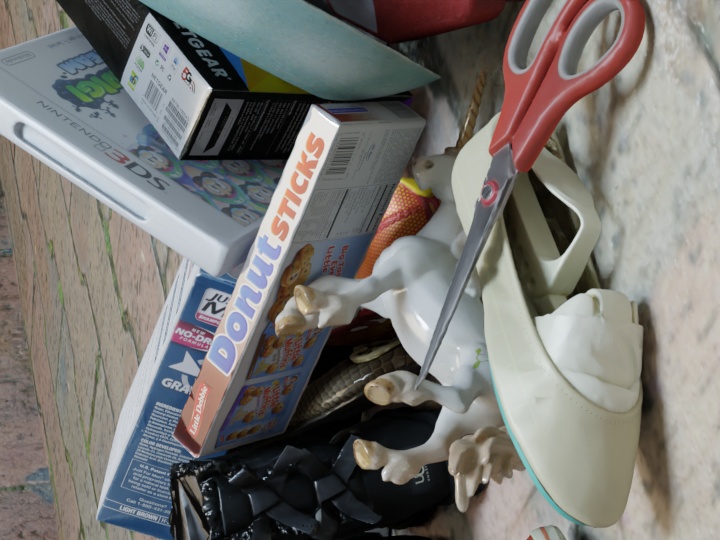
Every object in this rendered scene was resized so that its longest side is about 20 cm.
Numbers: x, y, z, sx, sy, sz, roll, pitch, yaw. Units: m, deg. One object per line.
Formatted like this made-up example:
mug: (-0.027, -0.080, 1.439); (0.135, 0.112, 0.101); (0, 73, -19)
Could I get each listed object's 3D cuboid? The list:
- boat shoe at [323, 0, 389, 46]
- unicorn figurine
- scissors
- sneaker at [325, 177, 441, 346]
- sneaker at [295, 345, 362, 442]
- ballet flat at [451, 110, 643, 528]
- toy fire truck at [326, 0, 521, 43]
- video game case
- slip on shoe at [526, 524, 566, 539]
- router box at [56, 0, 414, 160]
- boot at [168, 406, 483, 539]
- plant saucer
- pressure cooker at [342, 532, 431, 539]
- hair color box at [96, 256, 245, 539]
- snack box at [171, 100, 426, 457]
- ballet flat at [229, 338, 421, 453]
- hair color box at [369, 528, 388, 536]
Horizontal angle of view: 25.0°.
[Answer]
boat shoe: (-0.040, -0.133, 1.047); (0.201, 0.086, 0.075); (-12, 77, 44)
unicorn figurine: (0.034, 0.017, 0.795); (0.074, 0.137, 0.201); (-43, 68, 56)
scissors: (0.061, -0.046, 0.708); (0.201, 0.014, 0.073); (-61, 39, 17)
sneaker: (0.000, 0.000, 0.950); (0.200, 0.073, 0.078); (-30, 63, 53)
sneaker: (-0.030, 0.022, 1.054); (0.082, 0.073, 0.201); (174, 88, -68)
ballet flat: (0.086, 0.011, 0.705); (0.070, 0.069, 0.201); (108, 152, -51)
toy fire truck: (0.028, -0.202, 0.772); (0.168, 0.112, 0.201); (35, 131, 44)
video game case: (-0.099, -0.082, 0.902); (0.181, 0.200, 0.024); (33, 120, 13)
slip on shoe: (0.076, 0.212, 0.786); (0.074, 0.061, 0.201); (-118, 30, -55)
router box: (-0.085, -0.142, 0.925); (0.200, 0.149, 0.051); (50, 126, 31)
boot: (-0.031, 0.127, 0.931); (0.198, 0.161, 0.074); (144, 113, -71)
plant saucer: (-0.056, -0.127, 0.797); (0.039, 0.200, 0.201); (-61, 24, 6)
pressure cooker: (-0.025, 0.261, 0.936); (0.178, 0.175, 0.201); (-6, 90, 39)
hair color box: (-0.094, 0.056, 0.955); (0.100, 0.060, 0.201); (-87, 19, -54)
snack box: (-0.032, 0.006, 0.829); (0.024, 0.072, 0.201); (38, 117, 27)
ballet flat: (-0.031, 0.075, 0.993); (0.200, 0.067, 0.047); (-30, 76, 48)
hair color box: (-0.043, 0.232, 1.092); (0.065, 0.109, 0.201); (-128, 36, -57)
